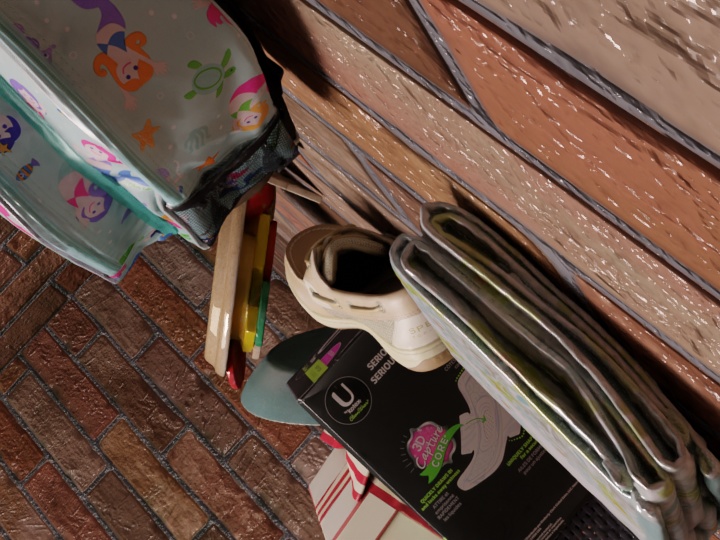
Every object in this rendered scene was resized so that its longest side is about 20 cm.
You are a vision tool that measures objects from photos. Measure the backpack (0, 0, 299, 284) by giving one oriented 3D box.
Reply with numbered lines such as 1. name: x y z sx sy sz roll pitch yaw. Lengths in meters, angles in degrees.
1. backpack: -0.122 -0.096 0.642 0.177 0.151 0.200 44 172 9

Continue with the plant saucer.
1. plant saucer: -0.005 0.079 1.247 0.200 0.198 0.036 -147 47 -69

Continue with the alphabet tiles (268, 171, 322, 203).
1. alphabet tiles: -0.144 -0.109 1.117 0.199 0.008 0.167 21 -172 -36

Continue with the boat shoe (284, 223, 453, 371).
1. boat shoe: 0.000 0.000 0.936 0.065 0.072 0.200 56 168 -30

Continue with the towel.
1. towel: 0.098 0.057 0.691 0.171 0.048 0.200 46 177 22

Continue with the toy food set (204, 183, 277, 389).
1. toy food set: -0.100 -0.003 1.258 0.048 0.200 0.200 7 166 -6

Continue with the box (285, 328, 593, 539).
1. box: 0.059 0.112 1.073 0.200 0.124 0.149 45 175 -5

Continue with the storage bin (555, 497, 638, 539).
1. storage bin: 0.228 0.283 1.404 0.200 0.094 0.135 45 176 -13

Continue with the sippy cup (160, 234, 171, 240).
1. sippy cup: -0.191 -0.101 1.274 0.130 0.140 0.177 43 -144 14

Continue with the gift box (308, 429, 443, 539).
1. gift box: 0.065 0.182 1.351 0.186 0.201 0.184 33 180 -14

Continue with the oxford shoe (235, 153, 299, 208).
1. oxford shoe: -0.136 -0.114 0.981 0.200 0.084 0.073 44 179 27
